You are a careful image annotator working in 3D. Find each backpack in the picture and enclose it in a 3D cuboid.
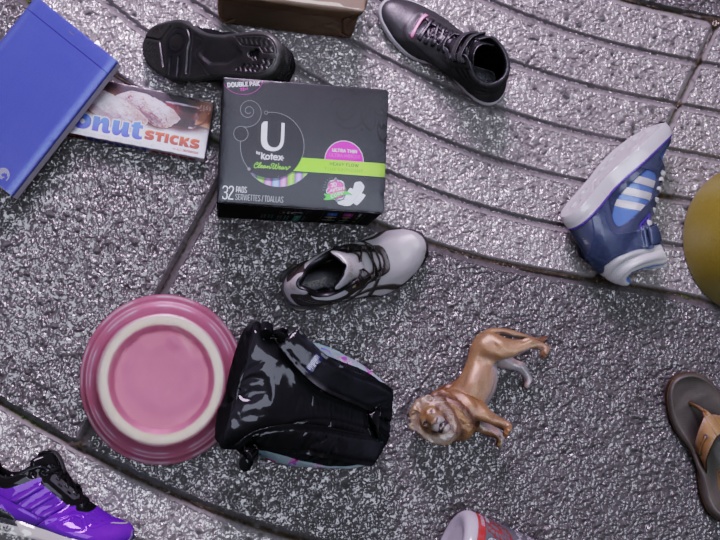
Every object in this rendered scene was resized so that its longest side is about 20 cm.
[{"bbox_3d":[-0.060,0.153,1.200,0.196,0.126,0.170,17,93,-19],"label":"backpack"}]

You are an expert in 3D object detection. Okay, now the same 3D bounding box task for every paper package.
[{"bbox_3d":[-0.082,-0.409,1.265,0.186,0.103,0.205,4,84,-9],"label":"paper package"}]

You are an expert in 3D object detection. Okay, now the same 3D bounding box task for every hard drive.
[{"bbox_3d":[-0.396,-0.206,1.214,0.131,0.025,0.201,37,86,7],"label":"hard drive"}]

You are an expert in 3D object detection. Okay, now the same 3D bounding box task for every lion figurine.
[{"bbox_3d":[0.149,0.139,1.281,0.121,0.073,0.202,28,67,7],"label":"lion figurine"}]

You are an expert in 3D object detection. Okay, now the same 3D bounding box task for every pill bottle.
[{"bbox_3d":[0.192,0.381,1.236,0.197,0.116,0.118,25,82,-7],"label":"pill bottle"}]

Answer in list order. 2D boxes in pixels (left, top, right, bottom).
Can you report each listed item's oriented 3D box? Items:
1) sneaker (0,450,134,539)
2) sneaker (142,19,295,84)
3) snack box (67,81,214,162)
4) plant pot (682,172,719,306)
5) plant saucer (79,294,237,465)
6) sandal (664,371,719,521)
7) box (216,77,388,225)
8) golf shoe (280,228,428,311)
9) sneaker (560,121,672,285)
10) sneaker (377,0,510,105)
[{"bbox_3d":[-0.352,0.261,1.179,0.196,0.070,0.102,14,81,-8],"label":"sneaker"},{"bbox_3d":[-0.167,-0.257,1.259,0.195,0.114,0.078,7,89,19],"label":"sneaker"},{"bbox_3d":[-0.282,-0.188,1.251,0.196,0.024,0.074,10,83,-8],"label":"snack box"},{"bbox_3d":[0.538,-0.047,1.316,0.195,0.142,0.205,1,84,-9],"label":"plant pot"},{"bbox_3d":[-0.236,0.130,1.219,0.196,0.051,0.205,1,85,-9],"label":"plant saucer"},{"bbox_3d":[0.456,0.228,1.323,0.080,0.055,0.204,-14,88,-10],"label":"sandal"},{"bbox_3d":[-0.072,-0.138,1.233,0.195,0.124,0.152,2,85,-8],"label":"box"},{"bbox_3d":[0.000,0.000,1.248,0.197,0.094,0.079,-22,88,-12],"label":"golf shoe"},{"bbox_3d":[0.363,-0.076,1.328,0.200,0.080,0.147,-44,101,-14],"label":"sneaker"},{"bbox_3d":[0.112,-0.290,1.288,0.198,0.099,0.071,36,82,-3],"label":"sneaker"}]
